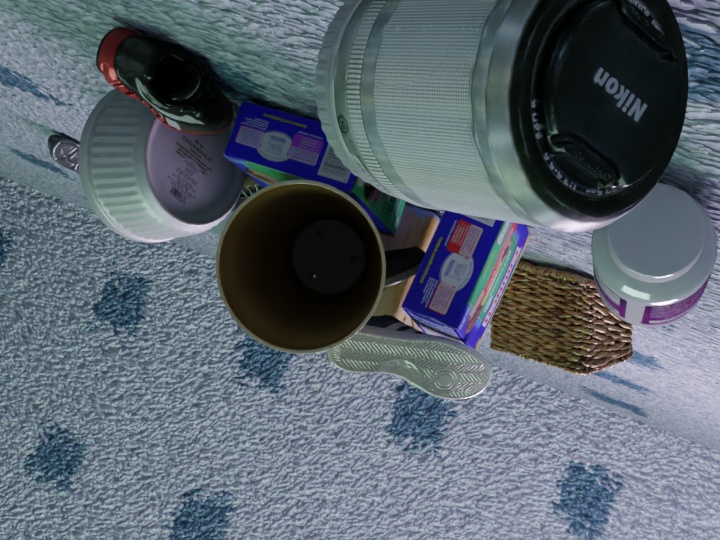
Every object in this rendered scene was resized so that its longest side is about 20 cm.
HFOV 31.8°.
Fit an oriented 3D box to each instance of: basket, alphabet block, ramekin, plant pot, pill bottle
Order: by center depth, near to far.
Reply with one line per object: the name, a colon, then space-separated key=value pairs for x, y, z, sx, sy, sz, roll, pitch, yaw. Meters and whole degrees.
pill bottle: x=0.270 y=-0.016 z=1.167 sx=0.112 sy=0.113 sz=0.200 roll=20 pitch=173 yaw=14
plant pot: x=-0.051 y=-0.009 z=1.451 sx=0.186 sy=0.187 sz=0.200 roll=21 pitch=-174 yaw=7
ramekin: x=-0.229 y=-0.133 z=1.535 sx=0.105 sy=0.201 sz=0.200 roll=3 pitch=162 yaw=43
alphabet block: x=0.000 y=0.000 z=1.724 sx=0.195 sy=0.201 sz=0.196 roll=20 pitch=178 yaw=17
basket: x=0.294 y=0.048 z=1.819 sx=0.142 sy=0.150 sz=0.200 roll=-14 pitch=-163 yaw=-36

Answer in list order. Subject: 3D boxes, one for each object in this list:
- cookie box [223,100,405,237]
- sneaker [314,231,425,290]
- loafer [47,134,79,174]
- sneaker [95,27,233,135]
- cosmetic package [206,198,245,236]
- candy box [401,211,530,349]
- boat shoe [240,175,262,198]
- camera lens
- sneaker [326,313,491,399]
cookie box: x=-0.046 y=-0.119 z=1.525 sx=0.171 sy=0.075 sz=0.200 roll=18 pitch=173 yaw=20
sneaker: x=-0.019 y=-0.028 z=1.580 sx=0.199 sy=0.107 sz=0.075 roll=-10 pitch=-170 yaw=14
loafer: x=-0.533 y=-0.210 z=2.504 sx=0.200 sy=0.072 sz=0.063 roll=37 pitch=-175 yaw=-40
sneaker: x=-0.198 y=-0.198 z=1.404 sx=0.098 sy=0.071 sz=0.200 roll=20 pitch=172 yaw=38
cosmetic package: x=-0.158 y=-0.088 z=1.928 sx=0.150 sy=0.052 sz=0.200 roll=22 pitch=-161 yaw=23
candy box: x=0.128 y=-0.001 z=1.495 sx=0.077 sy=0.170 sz=0.200 roll=23 pitch=174 yaw=14
boat shoe: x=-0.158 y=-0.137 z=1.760 sx=0.199 sy=0.073 sz=0.072 roll=21 pitch=173 yaw=8
camera lens: x=0.085 y=-0.112 z=0.779 sx=0.160 sy=0.161 sz=0.200 roll=27 pitch=172 yaw=-37
sneaker: x=0.057 y=0.091 z=1.492 sx=0.199 sy=0.075 sz=0.085 roll=17 pitch=-161 yaw=-10
